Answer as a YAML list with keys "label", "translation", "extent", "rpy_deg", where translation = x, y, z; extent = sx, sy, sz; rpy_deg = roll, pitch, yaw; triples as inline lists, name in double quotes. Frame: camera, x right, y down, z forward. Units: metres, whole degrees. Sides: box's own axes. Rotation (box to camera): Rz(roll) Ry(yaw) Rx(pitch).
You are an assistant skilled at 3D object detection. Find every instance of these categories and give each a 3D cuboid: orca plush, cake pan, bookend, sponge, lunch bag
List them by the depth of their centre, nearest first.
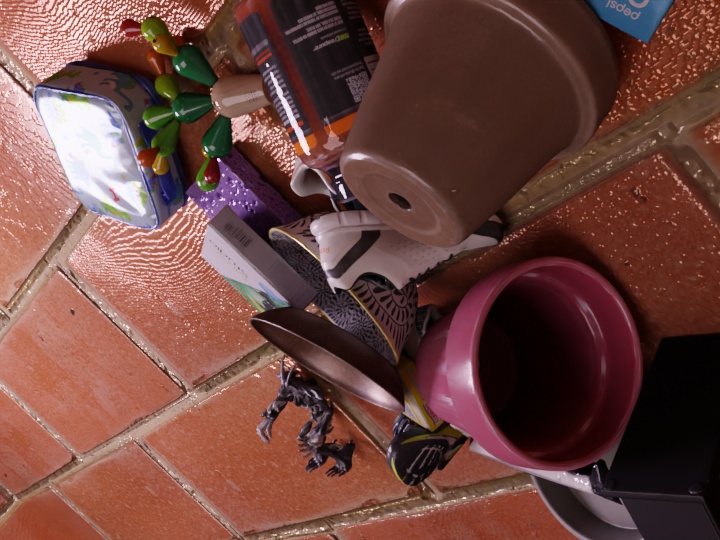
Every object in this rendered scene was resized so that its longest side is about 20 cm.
- label: "bookend"
  translation: [0.335, 0.199, 0.794]
  extent: [0.092, 0.200, 0.199]
  rpy_deg: [-10, 120, 44]
- label: "orca plush"
  translation: [0.198, 0.184, 0.906]
  extent: [0.105, 0.071, 0.200]
  rpy_deg: [26, 168, -19]
- label: "cake pan"
  translation: [0.259, 0.201, 0.919]
  extent: [0.200, 0.037, 0.201]
  rpy_deg: [23, 118, 51]
- label: "sponge"
  translation: [-0.119, -0.053, 1.043]
  extent: [0.200, 0.030, 0.111]
  rpy_deg: [45, 142, -10]
- label: "lunch bag"
  translation: [-0.301, -0.152, 1.047]
  extent: [0.160, 0.083, 0.201]
  rpy_deg: [15, 136, 28]

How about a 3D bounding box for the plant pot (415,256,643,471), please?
- label: "plant pot"
  translation: [0.152, 0.097, 0.862]
  extent: [0.200, 0.200, 0.179]
  rpy_deg: [47, 157, -10]

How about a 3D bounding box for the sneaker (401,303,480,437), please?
- label: "sneaker"
  translation: [0.123, 0.124, 0.993]
  extent: [0.200, 0.076, 0.080]
  rpy_deg: [43, 136, -5]

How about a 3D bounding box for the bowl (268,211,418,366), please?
- label: "bowl"
  translation: [0.000, 0.000, 0.926]
  extent: [0.201, 0.094, 0.201]
  rpy_deg: [43, 166, 13]

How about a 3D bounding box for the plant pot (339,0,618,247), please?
- label: "plant pot"
  translation: [0.074, -0.118, 0.665]
  extent: [0.200, 0.175, 0.200]
  rpy_deg: [32, 164, 10]

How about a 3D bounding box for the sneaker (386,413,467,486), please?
- label: "sneaker"
  translation: [0.068, 0.212, 1.055]
  extent: [0.081, 0.074, 0.200]
  rpy_deg: [35, -174, 21]

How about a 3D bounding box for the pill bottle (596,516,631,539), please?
- label: "pill bottle"
  translation: [0.300, 0.338, 0.957]
  extent: [0.112, 0.200, 0.113]
  rpy_deg: [22, 139, 21]

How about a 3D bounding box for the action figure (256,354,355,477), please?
- label: "action figure"
  translation: [-0.084, 0.223, 1.231]
  extent: [0.119, 0.102, 0.201]
  rpy_deg: [11, 137, 47]

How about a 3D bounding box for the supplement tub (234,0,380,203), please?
- label: "supplement tub"
  translation: [-0.028, -0.165, 0.762]
  extent: [0.107, 0.107, 0.201]
  rpy_deg: [-17, 100, 46]

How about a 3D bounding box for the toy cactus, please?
- label: "toy cactus"
  translation: [-0.174, -0.183, 0.911]
  extent: [0.164, 0.102, 0.201]
  rpy_deg: [-7, 104, 23]

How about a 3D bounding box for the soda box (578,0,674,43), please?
- label: "soda box"
  translation: [0.144, -0.252, 0.611]
  extent: [0.199, 0.064, 0.068]
  rpy_deg: [31, 141, 8]

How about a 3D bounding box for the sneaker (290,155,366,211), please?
- label: "sneaker"
  translation: [0.020, -0.086, 0.849]
  extent: [0.199, 0.080, 0.079]
  rpy_deg: [16, 156, 29]

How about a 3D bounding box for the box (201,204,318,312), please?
- label: "box"
  translation: [-0.128, 0.003, 1.023]
  extent: [0.144, 0.036, 0.200]
  rpy_deg: [44, 166, -3]

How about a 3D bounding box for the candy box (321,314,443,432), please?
- label: "candy box"
  translation: [0.020, 0.122, 1.046]
  extent: [0.200, 0.026, 0.103]
  rpy_deg: [25, 146, 56]

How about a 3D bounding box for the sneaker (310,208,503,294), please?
- label: "sneaker"
  translation: [0.050, -0.019, 0.829]
  extent: [0.074, 0.199, 0.080]
  rpy_deg: [144, 118, -70]

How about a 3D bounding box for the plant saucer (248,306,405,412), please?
- label: "plant saucer"
  translation: [-0.030, 0.093, 0.939]
  extent: [0.200, 0.037, 0.200]
  rpy_deg: [28, 166, 8]
